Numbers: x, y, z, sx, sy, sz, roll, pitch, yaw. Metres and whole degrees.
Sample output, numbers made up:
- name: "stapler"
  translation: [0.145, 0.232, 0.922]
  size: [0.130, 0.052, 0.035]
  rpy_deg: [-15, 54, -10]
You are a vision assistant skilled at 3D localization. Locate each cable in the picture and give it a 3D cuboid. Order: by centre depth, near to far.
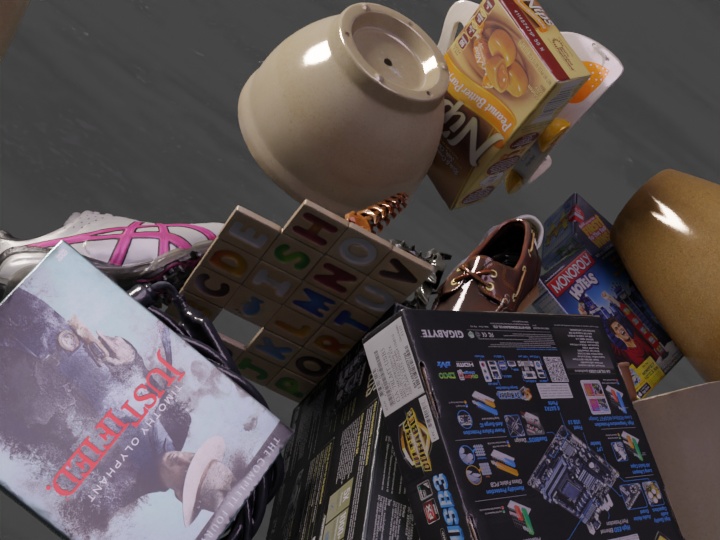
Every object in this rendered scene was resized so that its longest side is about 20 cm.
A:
- name: "cable"
  translation: [-0.141, 0.113, 0.678]
  size: [0.163, 0.051, 0.201]
  rpy_deg: [-26, 86, -34]

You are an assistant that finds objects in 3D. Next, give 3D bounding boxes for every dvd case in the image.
- name: "dvd case"
  translation: [-0.158, 0.095, 0.643]
  size: [0.200, 0.022, 0.146]
  rpy_deg: [41, 60, -6]

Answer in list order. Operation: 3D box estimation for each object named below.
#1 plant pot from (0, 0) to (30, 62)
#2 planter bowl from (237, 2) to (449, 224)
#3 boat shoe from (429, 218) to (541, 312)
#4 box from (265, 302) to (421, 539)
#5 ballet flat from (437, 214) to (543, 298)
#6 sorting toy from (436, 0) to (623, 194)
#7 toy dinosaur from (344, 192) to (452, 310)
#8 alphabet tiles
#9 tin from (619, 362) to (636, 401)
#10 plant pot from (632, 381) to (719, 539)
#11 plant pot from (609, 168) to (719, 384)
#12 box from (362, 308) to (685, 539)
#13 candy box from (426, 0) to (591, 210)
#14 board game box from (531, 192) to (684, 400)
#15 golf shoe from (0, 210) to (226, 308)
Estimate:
- name: "plant pot"
  translation: [-0.325, -0.231, 0.769]
  size: [0.186, 0.187, 0.202]
  rpy_deg: [10, 65, -30]
- name: "planter bowl"
  translation: [0.002, -0.164, 0.969]
  size: [0.199, 0.135, 0.201]
  rpy_deg: [20, 46, -23]
- name: "boat shoe"
  translation: [0.097, 0.019, 0.840]
  size: [0.070, 0.071, 0.200]
  rpy_deg: [8, 28, 22]
- name: "box"
  translation: [0.008, 0.153, 0.695]
  size: [0.086, 0.164, 0.201]
  rpy_deg: [26, 44, -16]
- name: "ballet flat"
  translation: [0.127, 0.006, 0.974]
  size: [0.069, 0.069, 0.200]
  rpy_deg: [40, 43, -2]
- name: "sorting toy"
  translation: [0.149, -0.194, 1.090]
  size: [0.180, 0.200, 0.107]
  rpy_deg: [45, 65, 8]
- name: "toy dinosaur"
  translation: [0.000, 0.000, 0.867]
  size: [0.135, 0.102, 0.201]
  rpy_deg: [23, 71, 9]
- name: "alphabet tiles"
  translation: [-0.041, 0.031, 0.730]
  size: [0.166, 0.200, 0.008]
  rpy_deg: [27, 47, -15]
- name: "tin"
  translation: [0.153, 0.114, 0.870]
  size: [0.199, 0.112, 0.042]
  rpy_deg: [-5, 70, -38]
- name: "plant pot"
  translation: [0.222, 0.211, 0.806]
  size: [0.186, 0.187, 0.202]
  rpy_deg: [-4, 74, -38]
- name: "plant pot"
  translation: [0.346, -0.003, 0.987]
  size: [0.186, 0.187, 0.200]
  rpy_deg: [-19, 56, -44]
- name: "box"
  translation: [0.112, 0.124, 0.642]
  size: [0.199, 0.050, 0.200]
  rpy_deg: [4, 61, -40]
- name: "candy box"
  translation: [0.125, -0.166, 1.010]
  size: [0.055, 0.200, 0.116]
  rpy_deg: [-16, 66, -38]
- name: "board game box"
  translation: [0.244, 0.027, 1.046]
  size: [0.200, 0.062, 0.199]
  rpy_deg: [51, 43, 10]
- name: "golf shoe"
  translation: [-0.177, -0.015, 0.762]
  size: [0.199, 0.073, 0.092]
  rpy_deg: [-16, 65, -43]
